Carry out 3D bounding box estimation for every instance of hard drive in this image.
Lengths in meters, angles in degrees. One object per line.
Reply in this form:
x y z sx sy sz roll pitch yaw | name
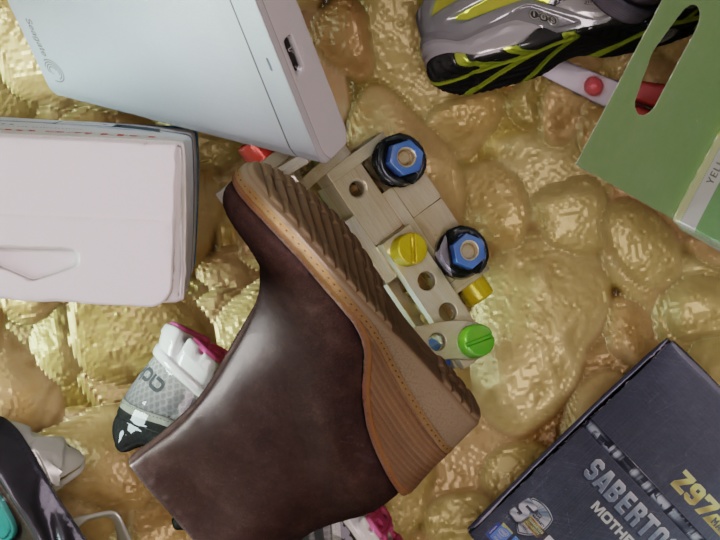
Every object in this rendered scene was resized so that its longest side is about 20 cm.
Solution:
-0.106 -0.129 1.379 0.027 0.200 0.132 -47 135 -29 | hard drive

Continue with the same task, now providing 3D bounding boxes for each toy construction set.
0.000 0.000 1.445 0.131 0.092 0.200 -37 111 -19 | toy construction set

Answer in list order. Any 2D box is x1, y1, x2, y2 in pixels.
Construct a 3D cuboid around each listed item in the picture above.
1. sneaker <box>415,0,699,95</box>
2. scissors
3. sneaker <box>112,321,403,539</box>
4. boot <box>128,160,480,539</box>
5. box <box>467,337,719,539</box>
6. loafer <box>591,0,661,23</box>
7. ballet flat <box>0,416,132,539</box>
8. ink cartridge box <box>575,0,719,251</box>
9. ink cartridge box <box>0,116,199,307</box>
0.126 -0.158 1.458 0.200 0.075 0.077 -13 74 -10 | sneaker
0.139 -0.092 1.490 0.200 0.014 0.073 10 93 -3 | scissors
-0.058 0.122 1.471 0.200 0.074 0.087 44 96 -3 | sneaker
-0.054 0.058 1.370 0.166 0.072 0.200 -33 113 14 | boot
0.180 0.160 1.451 0.158 0.051 0.200 -43 68 1 | box
0.144 -0.227 1.416 0.072 0.063 0.200 15 57 -36 | loafer
-0.170 0.139 1.474 0.073 0.073 0.200 -33 88 0 | ballet flat
0.211 -0.082 1.414 0.048 0.200 0.146 30 94 36 | ink cartridge box
-0.159 -0.034 1.390 0.146 0.200 0.086 3 94 -3 | ink cartridge box
